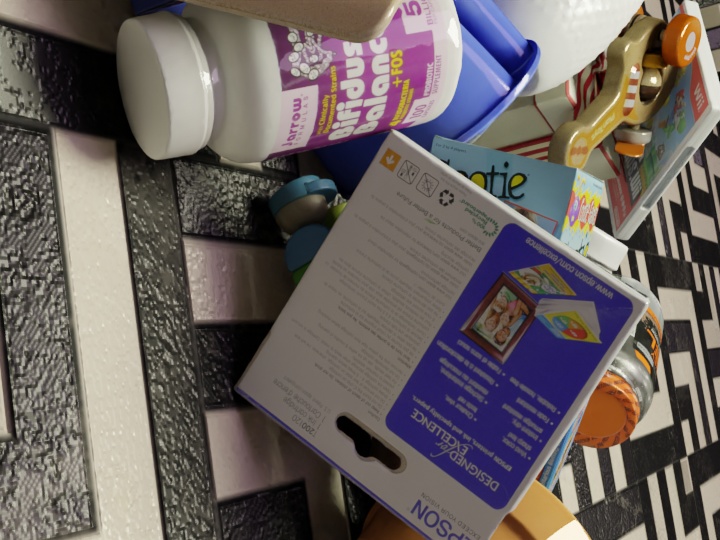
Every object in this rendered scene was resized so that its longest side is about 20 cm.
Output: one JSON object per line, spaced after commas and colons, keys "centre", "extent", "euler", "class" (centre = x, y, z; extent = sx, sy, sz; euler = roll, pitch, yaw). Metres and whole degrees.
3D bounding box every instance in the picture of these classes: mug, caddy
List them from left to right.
{"centre": [0.045, -0.131, 0.892], "extent": [0.105, 0.199, 0.142], "euler": [48, 39, -20], "class": "caddy"}
{"centre": [0.140, -0.245, 0.990], "extent": [0.176, 0.199, 0.148], "euler": [-53, 133, -20], "class": "mug"}

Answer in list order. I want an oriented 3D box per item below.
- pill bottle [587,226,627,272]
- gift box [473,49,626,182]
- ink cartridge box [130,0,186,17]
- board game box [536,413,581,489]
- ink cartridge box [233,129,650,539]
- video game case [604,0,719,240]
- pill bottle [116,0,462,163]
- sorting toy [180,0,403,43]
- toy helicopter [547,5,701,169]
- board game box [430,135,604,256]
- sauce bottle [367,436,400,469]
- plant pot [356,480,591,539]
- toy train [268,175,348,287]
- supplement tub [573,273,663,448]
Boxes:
{"centre": [0.129, 0.047, 0.932], "extent": [0.201, 0.108, 0.108], "euler": [-60, 152, 9], "class": "pill bottle"}
{"centre": [0.170, -0.170, 1.153], "extent": [0.184, 0.185, 0.202], "euler": [32, 51, -55], "class": "gift box"}
{"centre": [-0.128, -0.246, 0.761], "extent": [0.119, 0.042, 0.202], "euler": [-40, 116, -60], "class": "ink cartridge box"}
{"centre": [0.184, 0.143, 1.098], "extent": [0.152, 0.045, 0.202], "euler": [-40, 148, -61], "class": "board game box"}
{"centre": [0.047, 0.048, 0.731], "extent": [0.201, 0.197, 0.043], "euler": [-57, 162, 8], "class": "ink cartridge box"}
{"centre": [0.293, -0.146, 1.149], "extent": [0.201, 0.017, 0.144], "euler": [116, -21, -51], "class": "video game case"}
{"centre": [-0.044, -0.129, 0.717], "extent": [0.198, 0.112, 0.114], "euler": [-17, 95, -27], "class": "pill bottle"}
{"centre": [-0.041, -0.203, 0.698], "extent": [0.201, 0.183, 0.037], "euler": [-61, 162, -46], "class": "sorting toy"}
{"centre": [0.232, -0.145, 1.050], "extent": [0.200, 0.078, 0.133], "euler": [-43, 139, -29], "class": "toy helicopter"}
{"centre": [0.088, 0.022, 0.796], "extent": [0.103, 0.104, 0.202], "euler": [2, 102, -68], "class": "board game box"}
{"centre": [0.041, 0.171, 0.898], "extent": [0.065, 0.064, 0.202], "euler": [-34, 108, -62], "class": "sauce bottle"}
{"centre": [0.054, 0.243, 0.773], "extent": [0.139, 0.199, 0.202], "euler": [-24, 102, -46], "class": "plant pot"}
{"centre": [0.000, 0.000, 0.885], "extent": [0.117, 0.084, 0.200], "euler": [66, 17, 15], "class": "toy train"}
{"centre": [0.282, 0.104, 1.332], "extent": [0.123, 0.121, 0.201], "euler": [65, 30, -24], "class": "supplement tub"}
